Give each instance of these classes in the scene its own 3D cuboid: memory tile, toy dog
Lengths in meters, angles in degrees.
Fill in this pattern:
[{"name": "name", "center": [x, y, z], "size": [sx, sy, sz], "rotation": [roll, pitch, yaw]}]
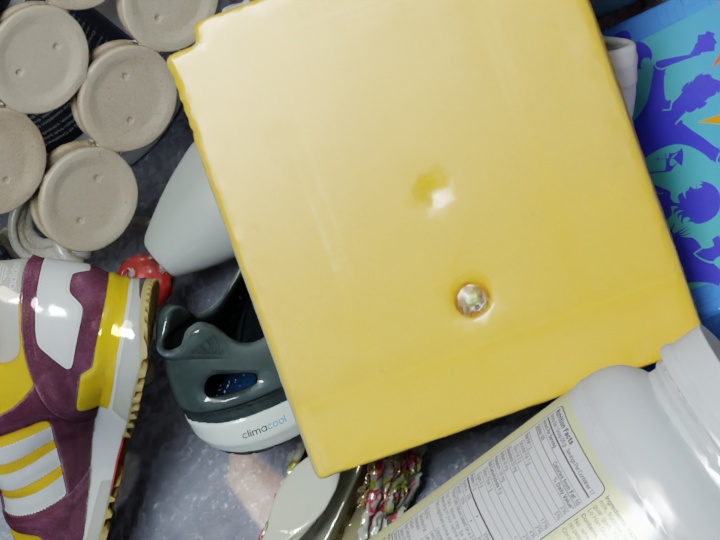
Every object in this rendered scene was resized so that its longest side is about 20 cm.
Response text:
[{"name": "memory tile", "center": [-0.136, -0.119, 1.156], "size": [0.017, 0.153, 0.200], "rotation": [28, 95, 55]}, {"name": "toy dog", "center": [-0.062, -0.019, 1.235], "size": [0.200, 0.096, 0.132], "rotation": [-34, 63, 28]}]

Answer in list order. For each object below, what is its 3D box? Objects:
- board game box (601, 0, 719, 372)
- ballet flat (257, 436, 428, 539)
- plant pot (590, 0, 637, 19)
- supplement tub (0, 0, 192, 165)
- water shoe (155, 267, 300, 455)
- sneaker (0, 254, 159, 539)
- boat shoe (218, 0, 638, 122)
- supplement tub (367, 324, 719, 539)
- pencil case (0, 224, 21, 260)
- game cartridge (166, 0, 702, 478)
[{"name": "board game box", "center": [0.183, -0.059, 1.139], "size": [0.200, 0.045, 0.152], "rotation": [-25, 62, 16]}, {"name": "ballet flat", "center": [-0.035, 0.143, 1.159], "size": [0.076, 0.064, 0.200], "rotation": [16, 79, 28]}, {"name": "plant pot", "center": [0.090, -0.190, 1.167], "size": [0.200, 0.200, 0.135], "rotation": [43, 120, 32]}, {"name": "supplement tub", "center": [-0.181, -0.131, 1.254], "size": [0.140, 0.200, 0.141], "rotation": [-9, 67, 23]}, {"name": "water shoe", "center": [0.000, 0.000, 1.150], "size": [0.200, 0.079, 0.071], "rotation": [-39, 33, -21]}, {"name": "sneaker", "center": [-0.149, 0.071, 1.178], "size": [0.090, 0.200, 0.075], "rotation": [13, 38, -5]}, {"name": "boat shoe", "center": [0.029, -0.100, 1.147], "size": [0.200, 0.074, 0.066], "rotation": [15, 112, 15]}, {"name": "supplement tub", "center": [0.095, 0.130, 1.053], "size": [0.200, 0.145, 0.145], "rotation": [-37, 59, 9]}, {"name": "pencil case", "center": [-0.238, 0.056, 1.283], "size": [0.200, 0.078, 0.090], "rotation": [-30, 59, 13]}, {"name": "game cartridge", "center": [0.031, -0.034, 1.090], "size": [0.176, 0.032, 0.200], "rotation": [-19, 94, 4]}]
